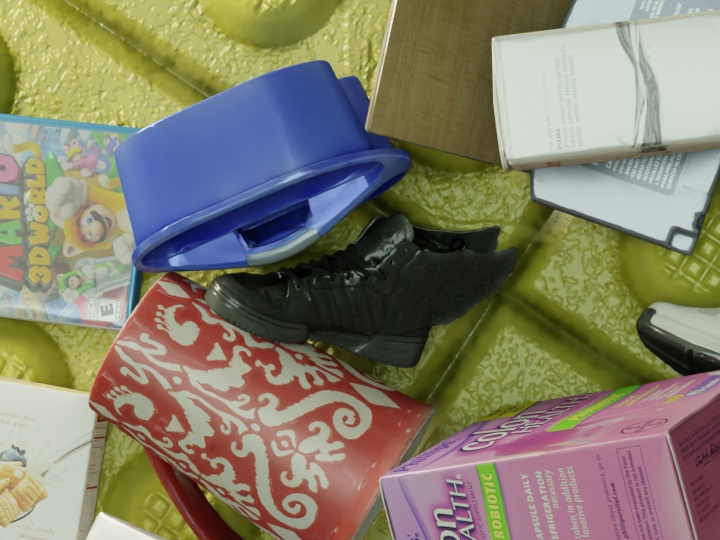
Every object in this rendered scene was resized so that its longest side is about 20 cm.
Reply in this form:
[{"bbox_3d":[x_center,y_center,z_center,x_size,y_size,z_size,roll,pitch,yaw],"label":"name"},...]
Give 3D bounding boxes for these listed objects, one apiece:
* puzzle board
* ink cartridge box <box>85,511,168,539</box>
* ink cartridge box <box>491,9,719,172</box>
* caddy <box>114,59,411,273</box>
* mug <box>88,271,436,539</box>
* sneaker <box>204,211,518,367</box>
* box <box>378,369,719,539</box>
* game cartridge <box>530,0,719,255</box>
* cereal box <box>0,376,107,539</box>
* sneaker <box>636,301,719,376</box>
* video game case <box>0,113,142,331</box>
[{"bbox_3d":[0.080,-0.175,1.581,0.017,0.151,0.200,11,90,52],"label":"puzzle board"},{"bbox_3d":[-0.115,0.222,1.587,0.200,0.116,0.068,20,80,32],"label":"ink cartridge box"},{"bbox_3d":[0.184,-0.113,1.500,0.200,0.146,0.085,-8,90,5],"label":"ink cartridge box"},{"bbox_3d":[-0.066,-0.057,1.594,0.200,0.141,0.105,-23,80,15],"label":"caddy"},{"bbox_3d":[-0.079,0.115,1.586,0.200,0.133,0.178,31,98,5],"label":"mug"},{"bbox_3d":[0.001,0.001,1.577,0.200,0.060,0.104,15,110,-31],"label":"sneaker"},{"bbox_3d":[0.146,0.137,1.493,0.200,0.176,0.097,-13,95,31],"label":"box"},{"bbox_3d":[0.190,-0.125,1.590,0.133,0.041,0.200,20,92,1],"label":"game cartridge"},{"bbox_3d":[-0.260,0.174,1.678,0.144,0.040,0.200,8,89,12],"label":"cereal box"},{"bbox_3d":[0.288,0.033,1.565,0.200,0.076,0.115,19,75,15],"label":"sneaker"},{"bbox_3d":[-0.248,-0.038,1.695,0.200,0.018,0.143,7,90,12],"label":"video game case"}]
